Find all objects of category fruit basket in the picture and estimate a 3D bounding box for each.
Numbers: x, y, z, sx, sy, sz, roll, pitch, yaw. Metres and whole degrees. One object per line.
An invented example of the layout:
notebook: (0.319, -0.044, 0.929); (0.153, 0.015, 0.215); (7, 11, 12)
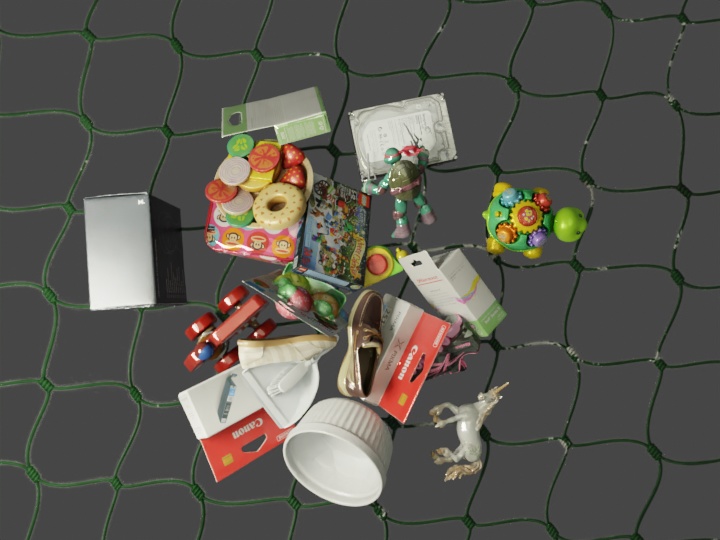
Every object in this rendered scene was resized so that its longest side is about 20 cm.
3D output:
fruit basket: (-0.103, 0.050, 1.228); (0.185, 0.200, 0.094); (32, 96, 9)

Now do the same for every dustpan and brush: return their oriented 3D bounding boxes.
dustpan and brush: (-0.115, 0.189, 1.299); (0.140, 0.057, 0.200); (54, 50, -6)

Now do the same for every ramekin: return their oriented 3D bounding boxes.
ramekin: (-0.034, 0.331, 1.248); (0.199, 0.105, 0.201); (13, 128, 17)

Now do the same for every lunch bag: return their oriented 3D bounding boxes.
lunch bag: (-0.196, -0.109, 1.319); (0.199, 0.082, 0.177); (9, 83, 1)

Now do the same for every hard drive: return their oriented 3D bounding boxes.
hard drive: (0.084, -0.269, 1.348); (0.199, 0.038, 0.141); (-11, 88, -2)

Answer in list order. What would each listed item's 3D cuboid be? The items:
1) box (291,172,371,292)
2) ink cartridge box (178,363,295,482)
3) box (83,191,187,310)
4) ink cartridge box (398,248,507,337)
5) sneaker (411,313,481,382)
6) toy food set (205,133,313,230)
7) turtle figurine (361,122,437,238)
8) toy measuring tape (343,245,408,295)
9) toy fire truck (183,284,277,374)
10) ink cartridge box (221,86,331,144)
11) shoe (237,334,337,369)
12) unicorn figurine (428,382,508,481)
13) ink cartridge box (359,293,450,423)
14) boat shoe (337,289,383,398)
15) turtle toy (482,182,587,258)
box: (-0.051, -0.073, 1.274); (0.136, 0.038, 0.201); (18, 62, -26)
ink cartridge box: (-0.216, 0.268, 1.261); (0.199, 0.045, 0.177); (-24, 89, -41)
box: (-0.414, -0.029, 1.251); (0.123, 0.197, 0.201); (-5, 87, -1)
ink cartridge box: (0.173, 0.031, 1.274); (0.067, 0.117, 0.200); (-42, 101, -24)
sneaker: (0.153, 0.176, 1.282); (0.095, 0.079, 0.200); (35, 123, -8)
toy food set: (-0.187, -0.165, 1.252); (0.197, 0.049, 0.201); (7, 68, 10)
turtle figurine: (0.076, -0.170, 1.291); (0.149, 0.101, 0.201); (-20, 113, 1)
toy measuring tape: (0.000, 0.000, 1.325); (0.199, 0.074, 0.074); (-24, 88, 8)
toy fire truck: (-0.254, 0.116, 1.261); (0.200, 0.168, 0.112); (-40, 88, -2)
ink cartridge box: (-0.165, -0.292, 1.295); (0.199, 0.146, 0.048); (-15, 126, -1)
shoe: (-0.134, 0.149, 1.249); (0.199, 0.070, 0.054); (-1, 86, -31)
unicorn figurine: (0.207, 0.305, 1.315); (0.136, 0.074, 0.201); (-1, 102, -10)
ink cartridge box: (0.063, 0.158, 1.257); (0.045, 0.176, 0.201); (27, 87, -31)
boat shoe: (0.016, 0.134, 1.223); (0.072, 0.072, 0.201); (25, 75, -36)
turtle toy: (0.339, -0.098, 1.312); (0.199, 0.101, 0.147); (7, 88, 0)
